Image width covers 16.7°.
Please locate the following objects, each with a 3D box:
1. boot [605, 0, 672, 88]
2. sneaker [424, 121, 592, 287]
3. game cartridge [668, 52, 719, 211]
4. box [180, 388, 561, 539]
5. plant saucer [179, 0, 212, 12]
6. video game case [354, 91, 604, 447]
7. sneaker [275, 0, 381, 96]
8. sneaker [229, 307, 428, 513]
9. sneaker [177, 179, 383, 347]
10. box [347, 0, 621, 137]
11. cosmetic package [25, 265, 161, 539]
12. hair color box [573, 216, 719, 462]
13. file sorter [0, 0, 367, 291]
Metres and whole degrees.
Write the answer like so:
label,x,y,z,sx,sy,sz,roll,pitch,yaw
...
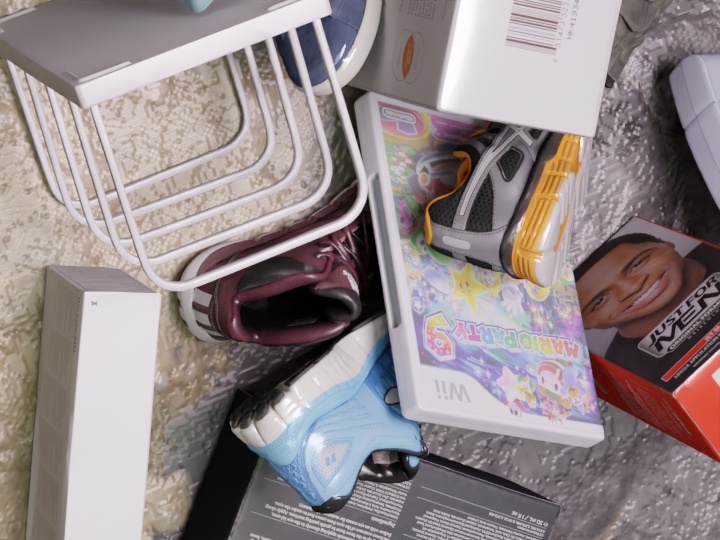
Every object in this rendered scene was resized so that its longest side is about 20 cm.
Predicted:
label,x,y,z,sx,sy,sz,roll,pitch,yaw
boot,0.158,-0.181,1.418,0.068,0.200,0.131,33,82,19
sneaker,0.092,-0.062,1.411,0.077,0.200,0.078,7,118,12
game cartridge,0.270,-0.048,1.479,0.133,0.041,0.200,-10,64,-37
box,0.000,0.171,1.472,0.200,0.079,0.142,21,89,-23
plant saucer,-0.130,-0.212,1.299,0.070,0.200,0.019,-47,149,-10
video game case,0.069,-0.001,1.418,0.143,0.018,0.201,12,59,-38
sneaker,-0.042,-0.196,1.351,0.084,0.075,0.201,17,61,-48
sneaker,0.004,0.080,1.401,0.090,0.078,0.200,58,38,-3
sneaker,0.000,0.000,1.418,0.200,0.115,0.076,-26,108,-14
box,0.058,-0.152,1.365,0.097,0.200,0.125,8,97,-23
cosmetic package,-0.153,0.103,1.398,0.050,0.083,0.201,2,100,-21
hair color box,0.188,0.037,1.452,0.101,0.200,0.061,-43,112,-9
file sorter,-0.099,-0.085,1.322,0.138,0.200,0.125,-22,111,-16
